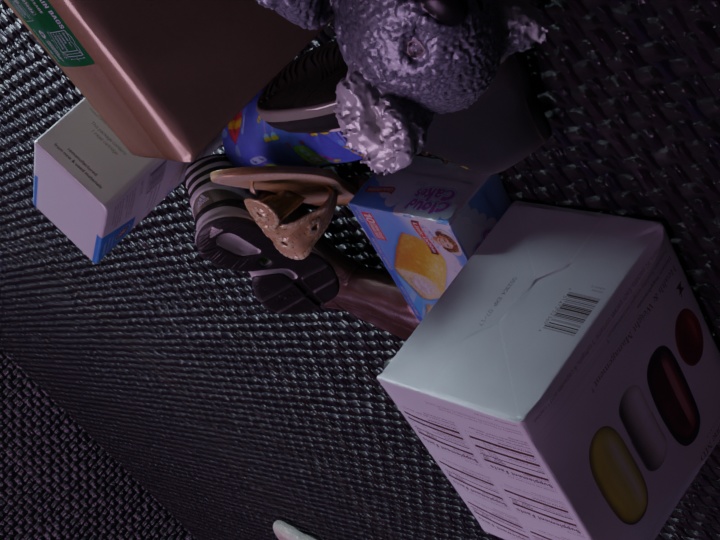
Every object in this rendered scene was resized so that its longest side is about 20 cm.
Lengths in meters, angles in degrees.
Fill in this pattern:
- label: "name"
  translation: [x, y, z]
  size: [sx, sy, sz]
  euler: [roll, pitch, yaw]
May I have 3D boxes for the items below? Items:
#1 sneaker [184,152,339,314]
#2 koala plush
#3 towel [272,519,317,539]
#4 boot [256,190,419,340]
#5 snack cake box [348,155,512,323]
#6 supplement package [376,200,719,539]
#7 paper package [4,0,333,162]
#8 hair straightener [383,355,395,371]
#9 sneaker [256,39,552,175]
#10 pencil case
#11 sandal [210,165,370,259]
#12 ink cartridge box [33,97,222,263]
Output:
- label: "sneaker"
  translation: [-0.088, -0.043, 1.118]
  size: [0.200, 0.075, 0.116]
  euler: [41, -155, -54]
- label: "koala plush"
  translation: [0.014, -0.175, 0.738]
  size: [0.200, 0.177, 0.184]
  euler: [47, 168, -17]
- label: "towel"
  translation: [-0.076, 0.545, 2.319]
  size: [0.132, 0.035, 0.200]
  euler: [16, 146, 41]
- label: "boot"
  translation: [0.000, 0.000, 1.185]
  size: [0.199, 0.064, 0.187]
  euler: [25, 162, 36]
- label: "snack cake box"
  translation: [0.088, 0.000, 1.046]
  size: [0.115, 0.067, 0.200]
  euler: [16, 147, 45]
- label: "supplement package"
  translation: [0.157, 0.090, 0.943]
  size: [0.147, 0.191, 0.200]
  euler: [14, 146, 47]
- label: "paper package"
  translation: [-0.135, -0.206, 0.860]
  size: [0.103, 0.191, 0.200]
  euler: [6, 138, 52]
- label: "hair straightener"
  translation: [0.103, 0.096, 1.179]
  size: [0.199, 0.041, 0.077]
  euler: [-11, 166, 40]
- label: "sneaker"
  translation: [0.028, -0.106, 0.871]
  size: [0.199, 0.075, 0.106]
  euler: [-7, 135, 28]
- label: "pencil case"
  translation: [-0.038, -0.118, 1.011]
  size: [0.087, 0.078, 0.200]
  euler: [33, 161, -24]
- label: "sandal"
  translation: [-0.045, -0.044, 1.024]
  size: [0.077, 0.070, 0.211]
  euler: [-5, 179, 27]
- label: "ink cartridge box"
  translation: [-0.184, -0.120, 1.081]
  size: [0.085, 0.200, 0.145]
  euler: [43, 157, 1]
